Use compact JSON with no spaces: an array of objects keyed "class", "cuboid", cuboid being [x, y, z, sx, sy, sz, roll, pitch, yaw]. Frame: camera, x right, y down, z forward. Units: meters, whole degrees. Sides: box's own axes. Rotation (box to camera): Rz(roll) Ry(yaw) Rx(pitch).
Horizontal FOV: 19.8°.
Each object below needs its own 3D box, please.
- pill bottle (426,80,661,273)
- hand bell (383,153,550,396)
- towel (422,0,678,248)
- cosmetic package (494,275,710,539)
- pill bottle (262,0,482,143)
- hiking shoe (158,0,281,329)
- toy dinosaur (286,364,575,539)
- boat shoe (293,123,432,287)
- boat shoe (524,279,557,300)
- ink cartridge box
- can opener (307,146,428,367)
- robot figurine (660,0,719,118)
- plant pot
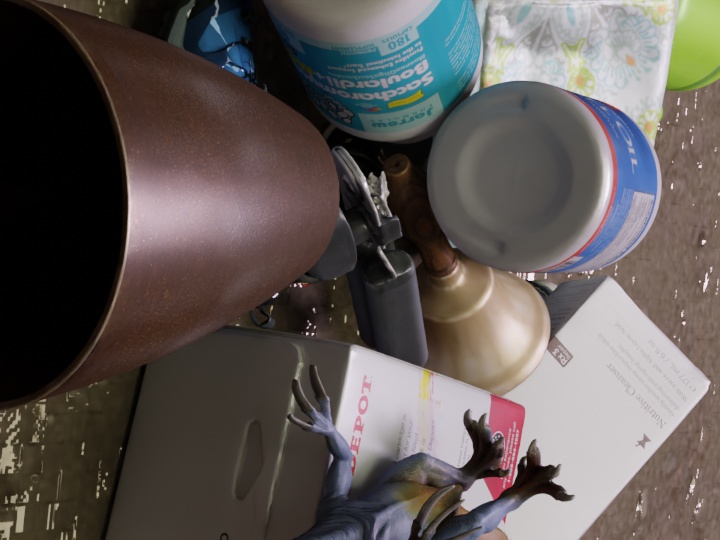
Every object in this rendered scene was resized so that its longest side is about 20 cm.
[{"class":"pill bottle","cuboid":[0.121,-0.054,1.260,0.200,0.112,0.112,-2,97,-71]},{"class":"hand bell","cuboid":[0.047,-0.010,1.277,0.104,0.104,0.200,-65,151,-25]},{"class":"towel","cuboid":[0.128,-0.104,1.381,0.171,0.048,0.200,-3,113,-29]},{"class":"cosmetic package","cuboid":[0.122,0.111,1.376,0.113,0.081,0.200,45,72,-11]},{"class":"pill bottle","cuboid":[0.010,-0.144,1.173,0.200,0.111,0.111,61,45,-66]},{"class":"hiking shoe","cuboid":[-0.068,-0.073,1.133,0.074,0.087,0.200,-4,102,-72]},{"class":"toy dinosaur","cuboid":[0.020,0.144,1.063,0.181,0.105,0.200,-30,134,-24]},{"class":"boat shoe","cuboid":[-0.008,-0.045,1.260,0.201,0.063,0.074,-37,122,-48]},{"class":"boat shoe","cuboid":[0.119,0.107,1.458,0.062,0.075,0.200,-8,101,-56]},{"class":"ink cartridge box","cuboid":[-0.023,0.122,1.191,0.200,0.145,0.145,24,75,-54]},{"class":"can opener","cuboid":[0.000,0.000,1.201,0.066,0.053,0.200,-28,148,-5]},{"class":"robot figurine","cuboid":[0.213,-0.195,1.504,0.200,0.116,0.176,8,104,-55]},{"class":"plant pot","cuboid":[-0.109,-0.036,0.993,0.200,0.187,0.187,-5,99,-52]}]
